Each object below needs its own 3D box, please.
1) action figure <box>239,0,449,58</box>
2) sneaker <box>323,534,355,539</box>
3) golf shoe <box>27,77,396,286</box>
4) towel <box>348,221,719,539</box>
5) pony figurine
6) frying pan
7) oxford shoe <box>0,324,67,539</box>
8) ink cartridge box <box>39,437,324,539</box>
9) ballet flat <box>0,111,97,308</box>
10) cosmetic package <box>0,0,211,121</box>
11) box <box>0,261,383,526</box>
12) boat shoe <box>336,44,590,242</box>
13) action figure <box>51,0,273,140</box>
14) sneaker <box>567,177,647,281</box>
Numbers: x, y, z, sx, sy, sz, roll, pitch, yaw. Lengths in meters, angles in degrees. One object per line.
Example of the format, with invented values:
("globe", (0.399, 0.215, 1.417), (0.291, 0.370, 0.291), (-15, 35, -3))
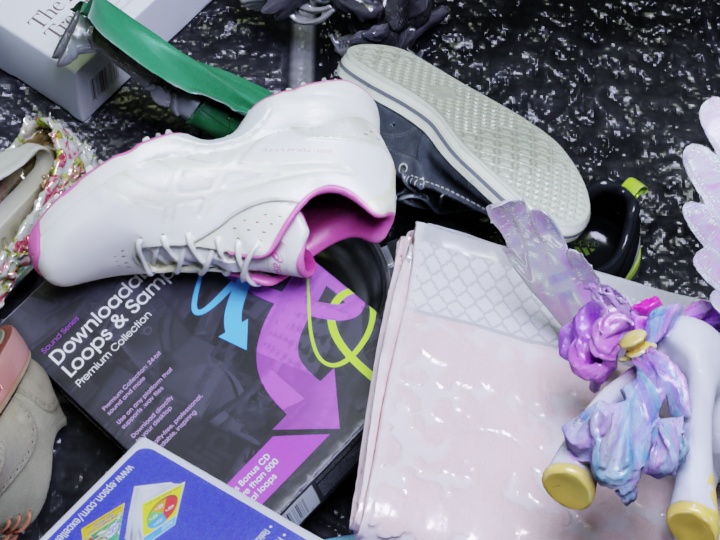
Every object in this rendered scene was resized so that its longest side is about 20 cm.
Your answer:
("action figure", (-0.012, -0.196, 1.128), (0.119, 0.101, 0.202), (-24, 99, -50))
("sneaker", (0.043, 0.148, 0.904), (0.198, 0.090, 0.079), (-4, 57, -7))
("golf shoe", (-0.074, -0.028, 0.951), (0.198, 0.075, 0.092), (-23, 63, -2))
("towel", (0.102, 0.074, 0.899), (0.198, 0.032, 0.192), (15, 51, -7))
("pony figurine", (0.150, 0.045, 0.839), (0.194, 0.166, 0.201), (53, 42, -22))
("frying pan", (-0.013, -0.010, 1.040), (0.190, 0.031, 0.115), (-37, 65, -23))
("oxford shoe", (-0.185, 0.110, 0.894), (0.070, 0.074, 0.201), (-26, 26, 28))
("ink cartridge box", (-0.080, 0.188, 0.810), (0.199, 0.047, 0.198), (28, 48, 21))
("ballet flat", (-0.216, -0.011, 1.006), (0.075, 0.064, 0.201), (10, 50, 32))
("cosmetic package", (-0.168, -0.205, 1.152), (0.150, 0.052, 0.200), (31, 60, 18))
("box", (-0.078, 0.043, 0.972), (0.200, 0.036, 0.143), (38, 74, 27))
("boat shoe", (0.052, -0.060, 1.016), (0.074, 0.063, 0.200), (-8, 33, -39))
("action figure", (-0.078, -0.088, 1.045), (0.199, 0.118, 0.055), (28, 97, -16))
("sneaker", (0.085, 0.014, 1.002), (0.072, 0.083, 0.200), (36, 61, 19))
